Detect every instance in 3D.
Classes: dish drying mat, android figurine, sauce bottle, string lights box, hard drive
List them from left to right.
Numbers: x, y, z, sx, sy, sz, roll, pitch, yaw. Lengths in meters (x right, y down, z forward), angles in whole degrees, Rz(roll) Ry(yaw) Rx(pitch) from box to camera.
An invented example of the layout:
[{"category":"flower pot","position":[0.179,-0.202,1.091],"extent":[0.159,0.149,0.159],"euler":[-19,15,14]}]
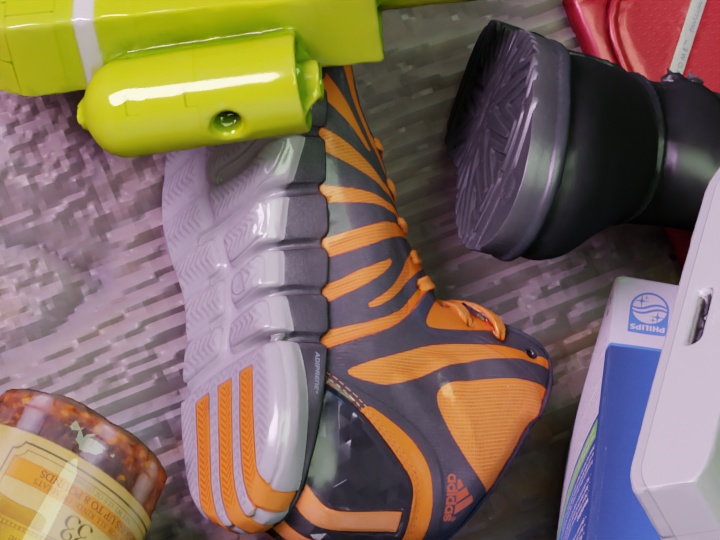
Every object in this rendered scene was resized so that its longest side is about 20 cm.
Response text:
[{"category":"sauce bottle","position":[-0.126,0.133,0.867],"extent":[0.066,0.066,0.200],"euler":[29,69,-10]},{"category":"android figurine","position":[-0.057,-0.110,0.928],"extent":[0.199,0.041,0.182],"euler":[-8,48,3]},{"category":"string lights box","position":[0.087,0.115,0.892],"extent":[0.059,0.103,0.201],"euler":[9,56,0]},{"category":"dish drying mat","position":[0.144,-0.018,1.025],"extent":[0.077,0.018,0.201],"euler":[-22,83,-23]},{"category":"hard drive","position":[0.142,0.083,0.864],"extent":[0.200,0.027,0.132],"euler":[57,36,-32]}]

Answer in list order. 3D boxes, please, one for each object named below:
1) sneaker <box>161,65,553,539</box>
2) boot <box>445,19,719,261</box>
[{"category":"sneaker","position":[0.000,0.000,0.949],"extent":[0.112,0.078,0.201],"euler":[14,65,-31]},{"category":"boot","position":[0.133,-0.019,0.933],"extent":[0.199,0.165,0.066],"euler":[19,108,-7]}]
